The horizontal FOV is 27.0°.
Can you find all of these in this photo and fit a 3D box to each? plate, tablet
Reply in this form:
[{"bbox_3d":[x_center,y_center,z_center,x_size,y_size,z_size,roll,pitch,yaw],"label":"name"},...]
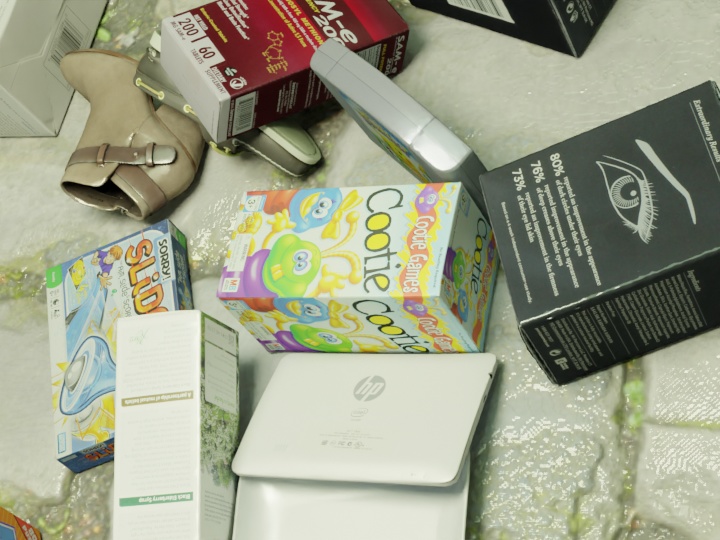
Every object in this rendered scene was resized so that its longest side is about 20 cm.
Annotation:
[{"bbox_3d":[-0.009,0.235,1.132,0.198,0.032,0.202,-9,58,22],"label":"plate"},{"bbox_3d":[0.003,0.113,1.186,0.198,0.014,0.131,-1,44,28],"label":"tablet"}]

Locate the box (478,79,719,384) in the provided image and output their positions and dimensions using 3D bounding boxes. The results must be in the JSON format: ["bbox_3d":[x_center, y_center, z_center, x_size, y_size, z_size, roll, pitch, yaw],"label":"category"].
[{"bbox_3d":[0.207,-0.027,1.136,0.198,0.104,0.149,-20,54,14],"label":"box"}]

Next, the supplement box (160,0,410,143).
[{"bbox_3d":[-0.067,-0.201,1.342,0.199,0.061,0.109,-25,62,-25],"label":"supplement box"}]

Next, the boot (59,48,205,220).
[{"bbox_3d":[-0.240,-0.129,1.431,0.198,0.071,0.147,19,58,23],"label":"boot"}]

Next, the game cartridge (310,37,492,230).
[{"bbox_3d":[0.039,-0.115,1.255,0.040,0.133,0.200,-44,51,-4],"label":"game cartridge"}]

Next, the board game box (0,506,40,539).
[{"bbox_3d":[-0.378,0.294,1.174,0.198,0.200,0.201,-25,54,11],"label":"board game box"}]

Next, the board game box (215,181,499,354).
[{"bbox_3d":[0.000,0.000,1.224,0.198,0.103,0.106,-1,61,26],"label":"board game box"}]

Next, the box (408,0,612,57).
[{"bbox_3d":[0.149,-0.322,1.335,0.196,0.118,0.201,25,75,35],"label":"box"}]

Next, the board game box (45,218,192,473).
[{"bbox_3d":[-0.211,0.065,1.334,0.134,0.034,0.202,-22,55,14],"label":"board game box"}]

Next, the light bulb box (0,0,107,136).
[{"bbox_3d":[-0.396,-0.251,1.559,0.198,0.125,0.200,3,63,29],"label":"light bulb box"}]

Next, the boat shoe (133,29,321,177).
[{"bbox_3d":[-0.124,-0.143,1.381,0.201,0.072,0.061,39,107,16],"label":"boat shoe"}]

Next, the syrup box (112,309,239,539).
[{"bbox_3d":[-0.146,0.140,1.198,0.081,0.079,0.202,-7,73,19],"label":"syrup box"}]
